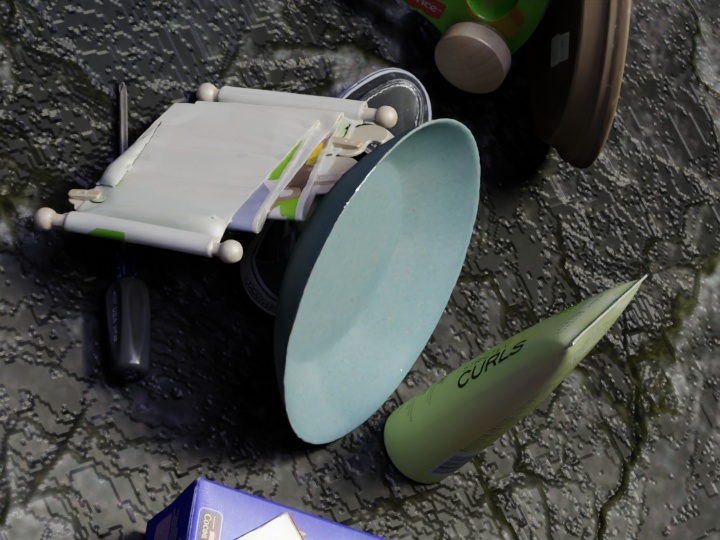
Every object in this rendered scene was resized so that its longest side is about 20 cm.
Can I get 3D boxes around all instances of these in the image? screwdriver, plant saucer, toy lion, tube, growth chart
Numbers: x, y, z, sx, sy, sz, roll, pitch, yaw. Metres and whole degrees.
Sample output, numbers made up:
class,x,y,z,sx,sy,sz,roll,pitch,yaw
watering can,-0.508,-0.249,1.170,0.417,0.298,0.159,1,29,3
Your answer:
class,x,y,z,sx,sy,sz,roll,pitch,yaw
screwdriver,-0.137,-0.023,1.673,0.028,0.029,0.200,12,51,-25
plant saucer,0.000,0.000,1.652,0.039,0.201,0.201,27,46,23
plant saucer,0.133,-0.163,1.802,0.029,0.200,0.201,3,62,-9
toy lion,0.036,-0.223,1.761,0.200,0.192,0.069,30,53,-2
tube,0.084,0.060,1.641,0.052,0.200,0.058,17,58,-25
growth chart,-0.074,-0.059,1.658,0.144,0.018,0.200,13,33,24

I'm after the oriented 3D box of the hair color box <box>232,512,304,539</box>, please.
class,x,y,z,sx,sy,sz,roll,pitch,yaw
hair color box,-0.038,0.235,1.466,0.101,0.061,0.200,-25,83,-36

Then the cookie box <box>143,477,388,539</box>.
class,x,y,z,sx,sy,sz,roll,pitch,yaw
cookie box,-0.025,0.227,1.563,0.200,0.075,0.172,21,58,-20

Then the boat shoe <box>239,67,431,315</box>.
class,x,y,z,sx,sy,sz,roll,pitch,yaw
boat shoe,-0.003,-0.058,1.736,0.072,0.068,0.200,41,51,-6
